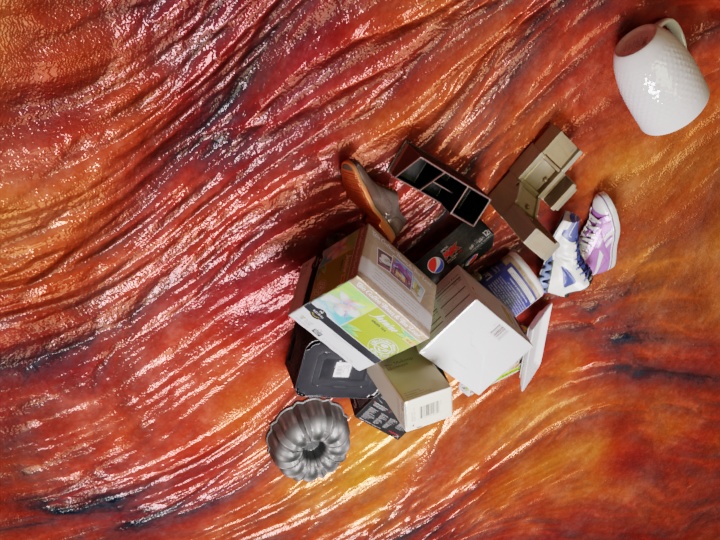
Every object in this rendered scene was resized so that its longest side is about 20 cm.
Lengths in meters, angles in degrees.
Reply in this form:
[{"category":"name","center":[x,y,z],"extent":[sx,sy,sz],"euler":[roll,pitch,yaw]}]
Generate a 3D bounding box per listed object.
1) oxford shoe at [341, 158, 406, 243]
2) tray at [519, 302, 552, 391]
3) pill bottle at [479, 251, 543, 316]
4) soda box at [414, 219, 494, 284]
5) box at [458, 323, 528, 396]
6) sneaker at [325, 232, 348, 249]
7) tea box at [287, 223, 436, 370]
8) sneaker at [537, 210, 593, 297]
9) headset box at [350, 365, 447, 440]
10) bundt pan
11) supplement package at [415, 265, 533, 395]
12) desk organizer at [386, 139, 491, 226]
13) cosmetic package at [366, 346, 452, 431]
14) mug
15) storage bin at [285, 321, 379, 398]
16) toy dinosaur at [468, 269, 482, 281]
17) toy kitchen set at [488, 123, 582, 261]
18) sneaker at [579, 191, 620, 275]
[{"category":"oxford shoe","center":[0.026,-0.145,1.465],"extent":[0.073,0.071,0.202],"euler":[-45,131,-16]},{"category":"tray","center":[0.402,0.177,1.785],"extent":[0.107,0.022,0.204],"euler":[-44,145,-41]},{"category":"pill bottle","center":[0.285,0.065,1.650],"extent":[0.199,0.116,0.116],"euler":[-39,125,2]},{"category":"soda box","center":[0.179,-0.021,1.558],"extent":[0.199,0.064,0.071],"euler":[-39,161,-8]},{"category":"box","center":[0.307,0.201,1.744],"extent":[0.197,0.034,0.113],"euler":[-18,127,-38]},{"category":"sneaker","center":[0.000,0.000,1.522],"extent":[0.198,0.075,0.085],"euler":[31,105,-33]},{"category":"tea box","center":[0.006,0.055,1.439],"extent":[0.199,0.136,0.195],"euler":[39,132,-26]},{"category":"sneaker","center":[0.458,-0.023,1.664],"extent":[0.113,0.081,0.204],"euler":[20,123,13]},{"category":"headset box","center":[0.093,0.262,1.695],"extent":[0.147,0.076,0.200],"euler":[32,112,-33]},{"category":"bundt pan","center":[-0.108,0.385,1.700],"extent":[0.196,0.076,0.207],"euler":[-10,121,-16]},{"category":"supplement package","center":[0.214,0.120,1.519],"extent":[0.156,0.112,0.199],"euler":[-43,126,15]},{"category":"desk organizer","center":[0.155,-0.166,1.488],"extent":[0.197,0.077,0.073],"euler":[25,108,-31]},{"category":"cosmetic package","center":[0.091,0.211,1.492],"extent":[0.101,0.200,0.075],"euler":[-15,122,-17]},{"category":"mug","center":[0.586,-0.401,1.503],"extent":[0.175,0.146,0.202],"euler":[44,67,-28]},{"category":"storage bin","center":[-0.045,0.182,1.598],"extent":[0.195,0.094,0.138],"euler":[5,117,-25]},{"category":"toy dinosaur","center":[0.160,0.050,1.612],"extent":[0.194,0.109,0.061],"euler":[-10,162,-6]},{"category":"toy kitchen set","center":[0.398,-0.139,1.539],"extent":[0.162,0.182,0.201],"euler":[31,108,-34]},{"category":"sneaker","center":[0.506,-0.069,1.692],"extent":[0.111,0.073,0.204],"euler":[-17,123,-8]}]
